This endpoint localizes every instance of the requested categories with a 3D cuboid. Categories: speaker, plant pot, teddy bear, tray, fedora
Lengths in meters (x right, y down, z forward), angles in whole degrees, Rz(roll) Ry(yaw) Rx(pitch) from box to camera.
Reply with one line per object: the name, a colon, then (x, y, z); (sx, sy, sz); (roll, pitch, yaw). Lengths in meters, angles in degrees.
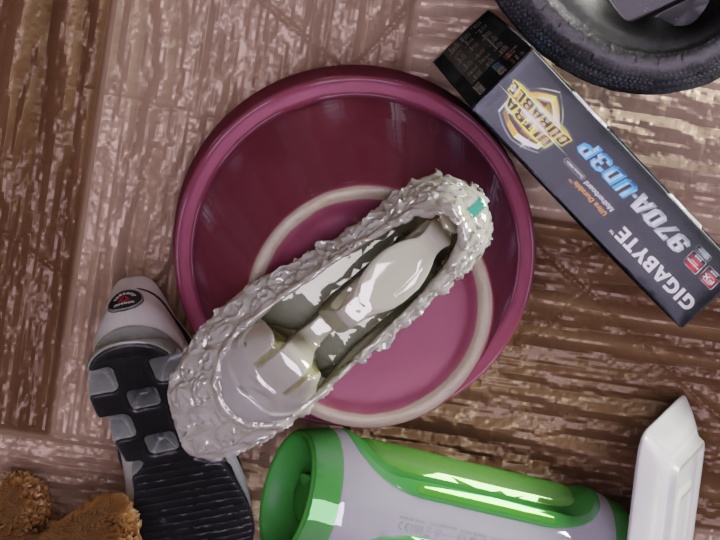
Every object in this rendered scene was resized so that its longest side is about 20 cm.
speaker: (0.049, 0.144, 1.656); (0.200, 0.088, 0.089); (15, 102, -22)
plant pot: (0.000, 0.000, 1.594); (0.199, 0.179, 0.201); (-1, 103, -4)
teddy bear: (-0.207, 0.180, 1.652); (0.200, 0.145, 0.067); (-20, 129, 5)
tray: (0.167, 0.178, 1.678); (0.022, 0.107, 0.201); (10, 103, 18)
fedora: (0.146, -0.196, 1.602); (0.200, 0.092, 0.201); (0, 100, -1)

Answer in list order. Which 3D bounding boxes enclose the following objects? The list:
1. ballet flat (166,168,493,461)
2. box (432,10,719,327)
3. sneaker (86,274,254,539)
ballet flat: (-0.019, 0.023, 1.474); (0.200, 0.072, 0.072); (-41, 101, 7)
box: (0.116, -0.057, 1.576); (0.046, 0.200, 0.159); (-43, 101, 4)
sneaker: (-0.102, 0.089, 1.666); (0.074, 0.089, 0.200); (-7, 128, 4)
